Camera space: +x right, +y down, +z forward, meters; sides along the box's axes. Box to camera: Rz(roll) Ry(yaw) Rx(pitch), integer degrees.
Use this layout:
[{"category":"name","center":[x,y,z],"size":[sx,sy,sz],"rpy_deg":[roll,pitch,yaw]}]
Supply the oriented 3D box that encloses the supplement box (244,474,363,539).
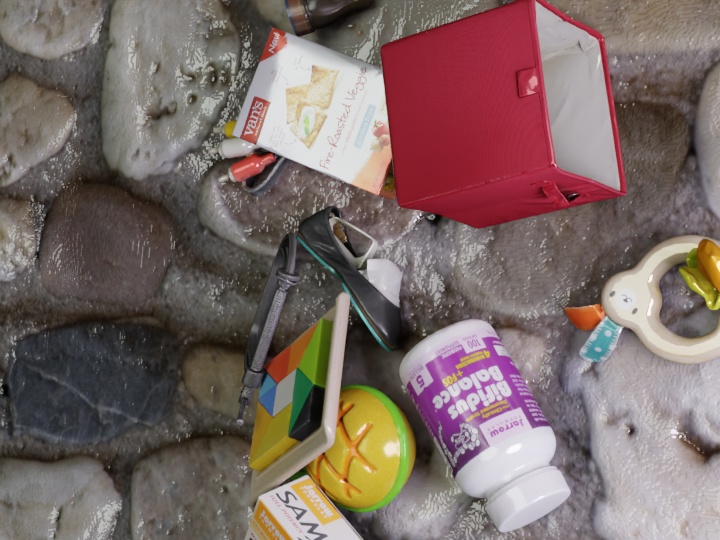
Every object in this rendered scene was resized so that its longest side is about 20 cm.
[{"category":"supplement box","center":[-0.070,0.338,1.494],"size":[0.126,0.073,0.200],"rpy_deg":[45,135,30]}]

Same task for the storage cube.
[{"category":"storage cube","center":[0.145,-0.151,1.402],"size":[0.179,0.171,0.201],"rpy_deg":[-12,78,32]}]

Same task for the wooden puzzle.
[{"category":"wooden puzzle","center":[-0.073,0.140,1.506],"size":[0.200,0.037,0.185],"rpy_deg":[-47,29,46]}]

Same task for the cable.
[{"category":"cable","center":[-0.090,-0.152,1.631],"size":[0.200,0.050,0.097],"rpy_deg":[-19,72,31]}]

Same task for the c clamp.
[{"category":"c clamp","center":[-0.103,0.059,1.568],"size":[0.027,0.171,0.200],"rpy_deg":[16,101,-9]}]

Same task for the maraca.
[{"category":"maraca","center":[-0.017,0.195,1.508],"size":[0.200,0.107,0.137],"rpy_deg":[-12,78,47]}]

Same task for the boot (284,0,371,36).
[{"category":"boot","center":[-0.048,-0.375,1.637],"size":[0.097,0.075,0.200],"rpy_deg":[-14,70,9]}]

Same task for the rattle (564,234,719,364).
[{"category":"rattle","center":[0.269,0.035,1.319],"size":[0.200,0.143,0.131],"rpy_deg":[-6,99,27]}]

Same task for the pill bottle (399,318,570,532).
[{"category":"pill bottle","center":[0.129,0.159,1.408],"size":[0.112,0.112,0.200],"rpy_deg":[-40,64,23]}]

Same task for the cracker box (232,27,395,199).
[{"category":"cracker box","center":[-0.032,-0.179,1.568],"size":[0.200,0.058,0.134],"rpy_deg":[23,96,22]}]

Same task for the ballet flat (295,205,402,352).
[{"category":"ballet flat","center":[0.000,0.000,1.545],"size":[0.068,0.068,0.200],"rpy_deg":[-43,62,8]}]
